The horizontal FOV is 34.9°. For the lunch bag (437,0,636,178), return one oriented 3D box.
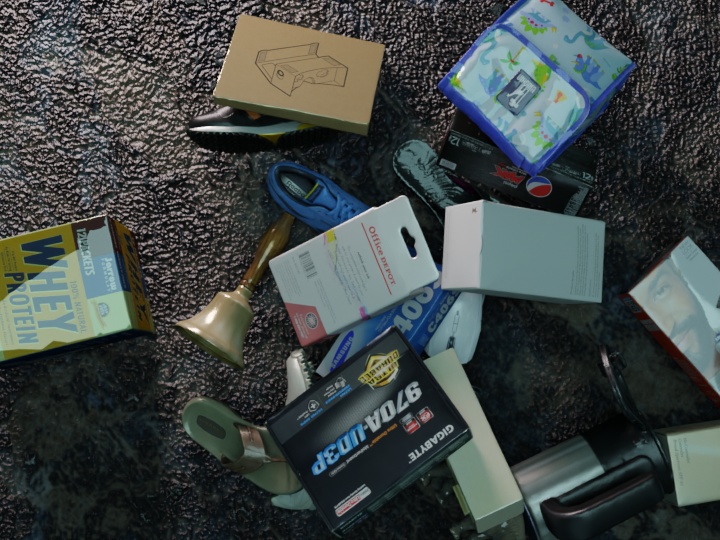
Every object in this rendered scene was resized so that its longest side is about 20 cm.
[{"bbox_3d":[0.216,-0.232,1.430,0.170,0.128,0.200,43,66,9],"label":"lunch bag"}]

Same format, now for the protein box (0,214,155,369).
[{"bbox_3d":[-0.370,0.032,1.385,0.197,0.199,0.137,-14,86,-3],"label":"protein box"}]

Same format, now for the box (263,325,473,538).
[{"bbox_3d":[0.008,0.187,1.343,0.199,0.046,0.160,-35,65,-2],"label":"box"}]

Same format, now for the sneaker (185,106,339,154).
[{"bbox_3d":[-0.128,-0.207,1.482,0.196,0.070,0.092,-4,74,-3],"label":"sneaker"}]

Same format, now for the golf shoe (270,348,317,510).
[{"bbox_3d":[-0.088,0.203,1.444,0.095,0.078,0.204,-9,85,4],"label":"golf shoe"}]

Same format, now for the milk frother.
[{"bbox_3d":[0.265,0.217,1.401,0.186,0.181,0.202,-24,82,-4],"label":"milk frother"}]

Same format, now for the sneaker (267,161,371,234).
[{"bbox_3d":[-0.033,-0.074,1.464,0.198,0.078,0.067,31,83,0],"label":"sneaker"}]

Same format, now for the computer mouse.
[{"bbox_3d":[0.116,0.081,1.472,0.108,0.044,0.204,9,85,0],"label":"computer mouse"}]

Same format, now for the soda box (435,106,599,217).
[{"bbox_3d":[0.201,-0.141,1.469,0.197,0.064,0.071,22,45,0],"label":"soda box"}]

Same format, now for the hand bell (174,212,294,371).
[{"bbox_3d":[-0.140,0.015,1.457,0.103,0.104,0.202,31,75,1],"label":"hand bell"}]

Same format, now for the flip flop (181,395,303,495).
[{"bbox_3d":[-0.147,0.217,1.415,0.198,0.057,0.082,26,102,22],"label":"flip flop"}]

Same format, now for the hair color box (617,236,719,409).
[{"bbox_3d":[0.441,0.068,1.472,0.111,0.064,0.200,-42,87,-3],"label":"hair color box"}]

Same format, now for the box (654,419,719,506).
[{"bbox_3d":[0.479,0.235,1.452,0.196,0.078,0.097,-10,86,-2],"label":"box"}]

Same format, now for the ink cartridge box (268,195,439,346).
[{"bbox_3d":[0.000,0.000,1.413,0.198,0.067,0.118,-25,82,18],"label":"ink cartridge box"}]

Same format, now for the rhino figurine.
[{"bbox_3d":[0.155,0.305,1.409,0.087,0.060,0.201,-38,52,6],"label":"rhino figurine"}]

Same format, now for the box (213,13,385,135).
[{"bbox_3d":[-0.075,-0.251,1.459,0.197,0.021,0.165,12,49,-1],"label":"box"}]

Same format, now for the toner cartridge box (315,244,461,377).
[{"bbox_3d":[0.038,0.074,1.449,0.094,0.043,0.201,30,84,36],"label":"toner cartridge box"}]

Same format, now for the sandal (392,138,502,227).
[{"bbox_3d":[0.122,-0.091,1.483,0.200,0.048,0.076,39,85,2],"label":"sandal"}]

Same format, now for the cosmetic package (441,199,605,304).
[{"bbox_3d":[0.204,-0.019,1.420,0.197,0.084,0.110,8,84,-29],"label":"cosmetic package"}]

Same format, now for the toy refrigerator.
[{"bbox_3d":[0.124,0.205,1.376,0.069,0.076,0.202,-24,66,-2],"label":"toy refrigerator"}]
